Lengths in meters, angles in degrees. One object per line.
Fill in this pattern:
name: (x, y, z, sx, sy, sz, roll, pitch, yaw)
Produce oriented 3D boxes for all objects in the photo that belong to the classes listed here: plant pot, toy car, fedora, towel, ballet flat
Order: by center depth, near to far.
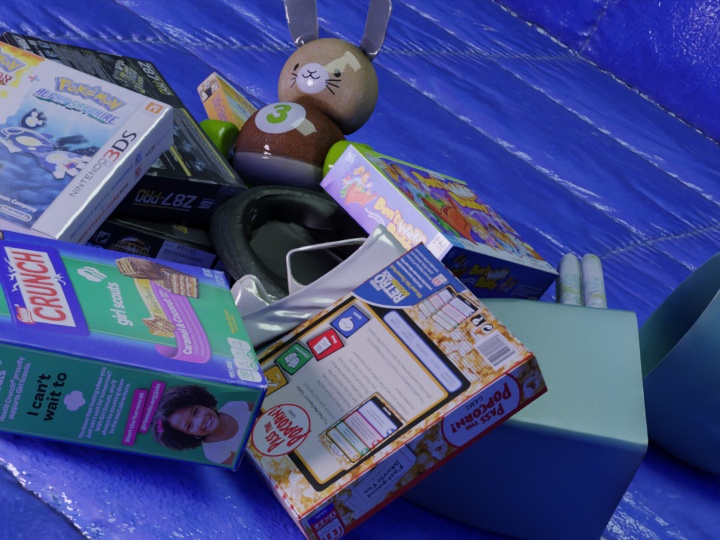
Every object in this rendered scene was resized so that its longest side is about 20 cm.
ballet flat: (-0.056, 0.021, 1.431, 0.069, 0.200, 0.069, 156, -90, -87)
plant pot: (0.098, 0.109, 1.445, 0.200, 0.141, 0.141, 10, 45, -7)
fedora: (-0.042, 0.020, 1.561, 0.200, 0.092, 0.201, 16, 37, -13)
towel: (0.192, 0.088, 1.647, 0.048, 0.171, 0.200, -3, 16, 6)
toy car: (-0.038, -0.159, 1.698, 0.164, 0.200, 0.158, 11, -6, 23)
plant pot: (0.353, 0.106, 1.814, 0.161, 0.201, 0.201, 41, 18, -3)

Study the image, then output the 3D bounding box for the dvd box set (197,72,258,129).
dvd box set: (-0.091, -0.110, 1.897, 0.146, 0.029, 0.200, 42, 11, -29)

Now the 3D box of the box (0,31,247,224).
box: (-0.209, -0.121, 1.603, 0.161, 0.049, 0.200, 4, 36, -41)

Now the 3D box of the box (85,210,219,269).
box: (-0.233, -0.076, 1.610, 0.198, 0.050, 0.200, 20, 25, -28)

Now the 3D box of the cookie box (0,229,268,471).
cookie box: (-0.182, 0.050, 1.288, 0.200, 0.075, 0.171, 11, 24, -21)

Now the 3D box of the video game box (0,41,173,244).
video game box: (-0.273, -0.096, 1.456, 0.200, 0.047, 0.182, 21, 43, 12)

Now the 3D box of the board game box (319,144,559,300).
board game box: (0.070, -0.034, 1.606, 0.134, 0.045, 0.200, 46, 17, 27)

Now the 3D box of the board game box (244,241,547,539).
board game box: (0.008, 0.086, 1.341, 0.152, 0.200, 0.046, 48, -12, 43)
